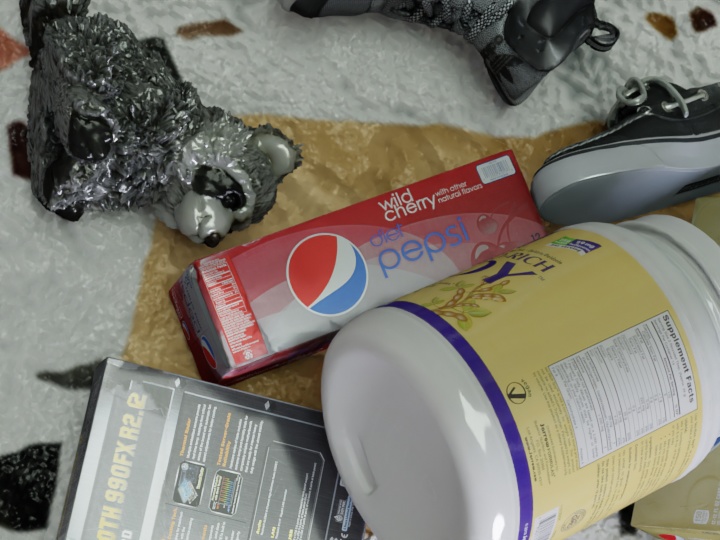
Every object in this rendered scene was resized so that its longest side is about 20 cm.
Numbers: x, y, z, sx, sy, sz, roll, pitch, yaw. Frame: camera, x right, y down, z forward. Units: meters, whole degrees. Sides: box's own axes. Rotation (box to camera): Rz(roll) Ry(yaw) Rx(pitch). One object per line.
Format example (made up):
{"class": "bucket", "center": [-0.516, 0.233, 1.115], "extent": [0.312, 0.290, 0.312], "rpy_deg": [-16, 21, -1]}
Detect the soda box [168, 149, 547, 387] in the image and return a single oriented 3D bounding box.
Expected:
{"class": "soda box", "center": [0.000, 0.000, 1.050], "extent": [0.198, 0.070, 0.064], "rpy_deg": [-19, 82, -20]}

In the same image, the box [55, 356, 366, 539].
{"class": "box", "center": [-0.083, 0.162, 1.000], "extent": [0.157, 0.048, 0.202], "rpy_deg": [14, 73, -12]}

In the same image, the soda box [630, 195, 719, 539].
{"class": "soda box", "center": [0.215, 0.059, 1.089], "extent": [0.064, 0.067, 0.202], "rpy_deg": [27, 70, -39]}

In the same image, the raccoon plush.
{"class": "raccoon plush", "center": [-0.107, -0.107, 1.037], "extent": [0.133, 0.097, 0.202], "rpy_deg": [0, 77, -24]}

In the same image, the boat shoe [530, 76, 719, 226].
{"class": "boat shoe", "center": [0.172, -0.078, 1.108], "extent": [0.198, 0.074, 0.069], "rpy_deg": [-15, 72, -29]}

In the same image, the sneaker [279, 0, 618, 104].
{"class": "sneaker", "center": [0.056, -0.149, 1.089], "extent": [0.198, 0.075, 0.115], "rpy_deg": [-16, 80, -21]}

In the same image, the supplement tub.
{"class": "supplement tub", "center": [0.096, 0.060, 0.987], "extent": [0.199, 0.145, 0.146], "rpy_deg": [-22, 84, -30]}
